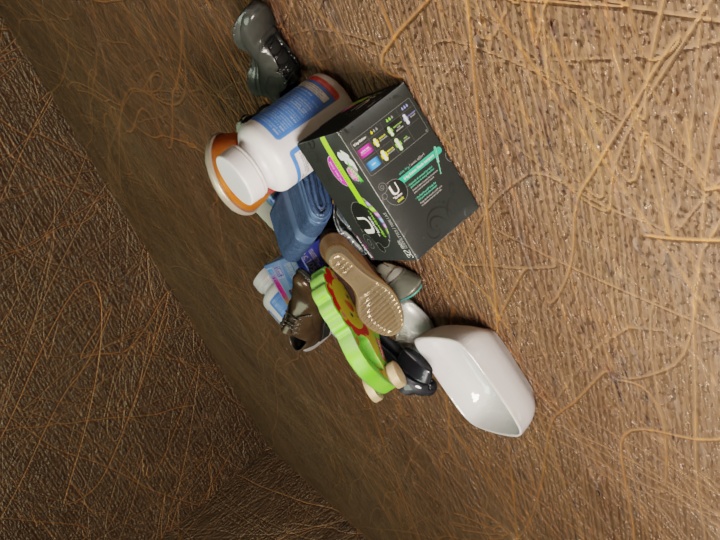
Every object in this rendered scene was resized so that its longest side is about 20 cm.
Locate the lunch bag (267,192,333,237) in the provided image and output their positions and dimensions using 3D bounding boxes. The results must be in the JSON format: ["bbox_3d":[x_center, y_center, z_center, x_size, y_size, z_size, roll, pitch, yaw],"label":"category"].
[{"bbox_3d":[-0.124,-0.127,1.674,0.151,0.094,0.200,47,170,8],"label":"lunch bag"}]

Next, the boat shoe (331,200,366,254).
[{"bbox_3d":[-0.019,-0.125,1.404,0.201,0.091,0.071,53,161,-2],"label":"boat shoe"}]

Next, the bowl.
[{"bbox_3d":[0.193,0.167,1.462,0.200,0.074,0.200,56,160,-10],"label":"bowl"}]

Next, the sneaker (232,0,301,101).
[{"bbox_3d":[-0.131,-0.325,1.358,0.090,0.076,0.200,33,162,21],"label":"sneaker"}]

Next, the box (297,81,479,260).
[{"bbox_3d":[0.036,-0.129,1.220,0.201,0.124,0.148,56,160,-15],"label":"box"}]

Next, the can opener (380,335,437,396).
[{"bbox_3d":[0.065,0.153,1.576,0.063,0.079,0.200,9,-160,-40],"label":"can opener"}]

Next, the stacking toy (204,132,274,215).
[{"bbox_3d":[-0.140,-0.188,1.476,0.146,0.199,0.147,49,-150,-42],"label":"stacking toy"}]

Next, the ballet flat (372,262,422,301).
[{"bbox_3d":[0.039,0.016,1.555,0.064,0.067,0.200,48,164,-14],"label":"ballet flat"}]

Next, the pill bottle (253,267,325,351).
[{"bbox_3d":[-0.150,0.076,2.041,0.200,0.112,0.112,47,161,14],"label":"pill bottle"}]

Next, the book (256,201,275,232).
[{"bbox_3d":[-0.163,-0.103,1.757,0.134,0.048,0.200,46,-179,2],"label":"book"}]

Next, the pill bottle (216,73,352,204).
[{"bbox_3d":[-0.107,-0.187,1.304,0.112,0.200,0.113,44,160,21],"label":"pill bottle"}]

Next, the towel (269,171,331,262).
[{"bbox_3d":[-0.094,-0.096,1.466,0.200,0.048,0.113,133,124,-62],"label":"towel"}]

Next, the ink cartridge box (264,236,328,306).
[{"bbox_3d":[-0.081,0.017,1.649,0.137,0.076,0.200,59,150,-8],"label":"ink cartridge box"}]

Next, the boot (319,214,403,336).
[{"bbox_3d":[0.000,0.000,1.495,0.200,0.072,0.167,52,-169,-26],"label":"boot"}]

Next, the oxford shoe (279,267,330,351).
[{"bbox_3d":[-0.100,0.077,1.570,0.073,0.084,0.201,37,149,29],"label":"oxford shoe"}]

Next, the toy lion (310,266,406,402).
[{"bbox_3d":[-0.014,0.093,1.484,0.192,0.068,0.201,45,-160,-45],"label":"toy lion"}]

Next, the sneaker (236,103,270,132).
[{"bbox_3d":[-0.191,-0.249,1.609,0.088,0.075,0.200,57,157,11],"label":"sneaker"}]

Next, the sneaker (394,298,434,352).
[{"bbox_3d":[0.094,0.131,1.625,0.070,0.080,0.201,35,153,45],"label":"sneaker"}]
